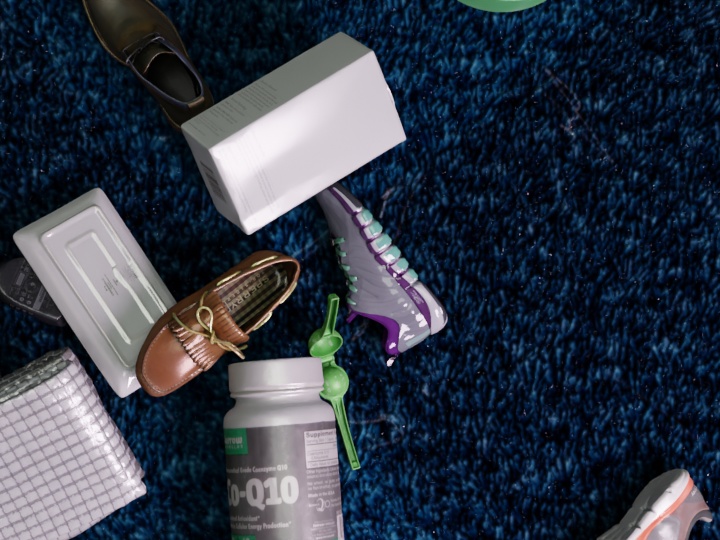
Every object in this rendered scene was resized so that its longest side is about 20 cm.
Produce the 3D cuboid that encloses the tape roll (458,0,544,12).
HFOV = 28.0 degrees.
[{"bbox_3d":[0.154,-0.382,1.552,0.199,0.048,0.201,1,85,-6],"label":"tape roll"}]

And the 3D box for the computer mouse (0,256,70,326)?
[{"bbox_3d":[-0.281,0.042,1.469,0.199,0.034,0.059,26,66,-9],"label":"computer mouse"}]

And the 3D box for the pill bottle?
[{"bbox_3d":[-0.078,0.190,1.434,0.113,0.113,0.201,-4,84,-7],"label":"pill bottle"}]

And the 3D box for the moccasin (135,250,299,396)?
[{"bbox_3d":[-0.139,0.052,1.433,0.201,0.078,0.074,-35,103,-26],"label":"moccasin"}]

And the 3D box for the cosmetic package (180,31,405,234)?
[{"bbox_3d":[-0.066,-0.140,1.456,0.200,0.081,0.113,-32,125,-16],"label":"cosmetic package"}]

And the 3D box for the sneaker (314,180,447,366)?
[{"bbox_3d":[0.000,0.000,1.484,0.087,0.074,0.200,-39,91,-4],"label":"sneaker"}]

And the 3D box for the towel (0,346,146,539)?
[{"bbox_3d":[-0.331,0.187,1.399,0.199,0.086,0.166,-27,113,-5],"label":"towel"}]

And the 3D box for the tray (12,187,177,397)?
[{"bbox_3d":[-0.253,0.018,1.456,0.107,0.022,0.200,-32,86,-26],"label":"tray"}]

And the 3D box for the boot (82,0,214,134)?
[{"bbox_3d":[-0.214,-0.232,1.467,0.075,0.097,0.200,-39,90,-9],"label":"boot"}]

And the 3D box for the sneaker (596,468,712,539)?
[{"bbox_3d":[0.291,0.299,1.490,0.200,0.077,0.082,-44,97,-8],"label":"sneaker"}]

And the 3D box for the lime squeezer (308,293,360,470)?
[{"bbox_3d":[-0.024,0.103,1.476,0.038,0.071,0.201,-22,119,-31],"label":"lime squeezer"}]
